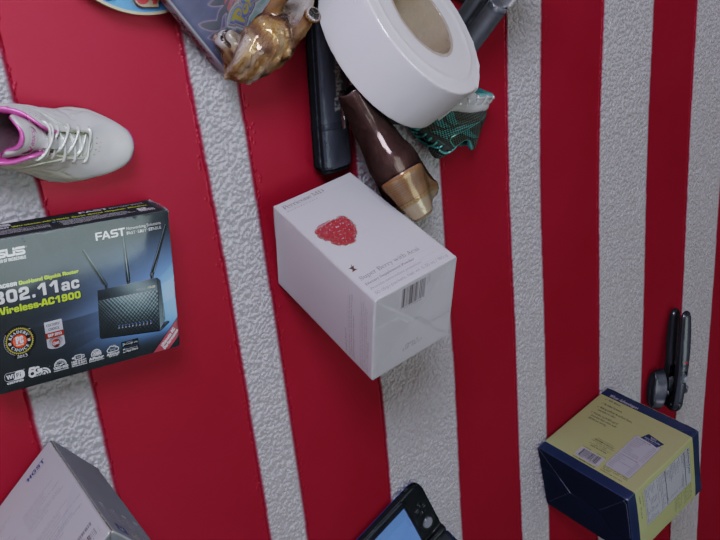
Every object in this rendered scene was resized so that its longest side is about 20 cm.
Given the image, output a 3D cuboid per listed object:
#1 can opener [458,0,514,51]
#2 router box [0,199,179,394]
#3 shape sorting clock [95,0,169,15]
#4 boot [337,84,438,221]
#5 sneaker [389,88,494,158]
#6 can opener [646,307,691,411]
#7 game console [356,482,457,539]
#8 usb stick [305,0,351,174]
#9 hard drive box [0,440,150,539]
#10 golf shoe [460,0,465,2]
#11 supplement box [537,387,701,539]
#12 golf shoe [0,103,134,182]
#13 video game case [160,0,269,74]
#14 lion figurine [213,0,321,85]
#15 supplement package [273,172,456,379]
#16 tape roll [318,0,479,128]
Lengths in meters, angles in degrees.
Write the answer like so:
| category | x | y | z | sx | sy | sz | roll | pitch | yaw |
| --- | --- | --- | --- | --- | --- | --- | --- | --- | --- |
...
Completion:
| category | x | y | z | sx | sy | sz | roll | pitch | yaw |
| --- | --- | --- | --- | --- | --- | --- | --- | --- | --- |
| can opener | 0.167 | -0.330 | 1.025 | 0.066 | 0.054 | 0.201 | -13 | 150 | -45 |
| router box | -0.287 | 0.021 | 0.833 | 0.196 | 0.062 | 0.154 | -15 | 111 | -34 |
| shape sorting clock | -0.215 | -0.352 | 0.787 | 0.196 | 0.039 | 0.205 | -13 | 112 | -35 |
| boot | 0.030 | -0.150 | 0.988 | 0.071 | 0.200 | 0.169 | -30 | 101 | 3 |
| sneaker | 0.098 | -0.189 | 1.065 | 0.197 | 0.077 | 0.094 | -10 | 118 | -38 |
| can opener | 0.614 | 0.176 | 1.595 | 0.077 | 0.063 | 0.206 | -1 | 105 | -37 |
| game console | 0.076 | 0.458 | 1.223 | 0.199 | 0.117 | 0.173 | -41 | 126 | -21 |
| usb stick | -0.038 | -0.218 | 0.974 | 0.055 | 0.032 | 0.205 | -18 | 114 | -37 |
| hard drive box | -0.303 | 0.290 | 0.817 | 0.157 | 0.198 | 0.077 | -54 | 129 | -10 |
| golf shoe | 0.144 | -0.383 | 1.028 | 0.197 | 0.091 | 0.075 | 5 | 97 | -41 |
| supplement box | 0.453 | 0.345 | 1.433 | 0.197 | 0.198 | 0.137 | -30 | 121 | -26 |
| golf shoe | -0.298 | -0.118 | 0.764 | 0.196 | 0.091 | 0.077 | -1 | 104 | -39 |
| video game case | -0.127 | -0.332 | 0.833 | 0.203 | 0.023 | 0.182 | -58 | 151 | -8 |
| lion figurine | -0.071 | -0.283 | 0.864 | 0.072 | 0.122 | 0.202 | 42 | 58 | -13 |
| supplement package | 0.000 | 0.000 | 0.949 | 0.120 | 0.199 | 0.122 | -26 | 137 | -28 |
| tape roll | 0.047 | -0.266 | 0.928 | 0.200 | 0.070 | 0.206 | 30 | 43 | -33 |
